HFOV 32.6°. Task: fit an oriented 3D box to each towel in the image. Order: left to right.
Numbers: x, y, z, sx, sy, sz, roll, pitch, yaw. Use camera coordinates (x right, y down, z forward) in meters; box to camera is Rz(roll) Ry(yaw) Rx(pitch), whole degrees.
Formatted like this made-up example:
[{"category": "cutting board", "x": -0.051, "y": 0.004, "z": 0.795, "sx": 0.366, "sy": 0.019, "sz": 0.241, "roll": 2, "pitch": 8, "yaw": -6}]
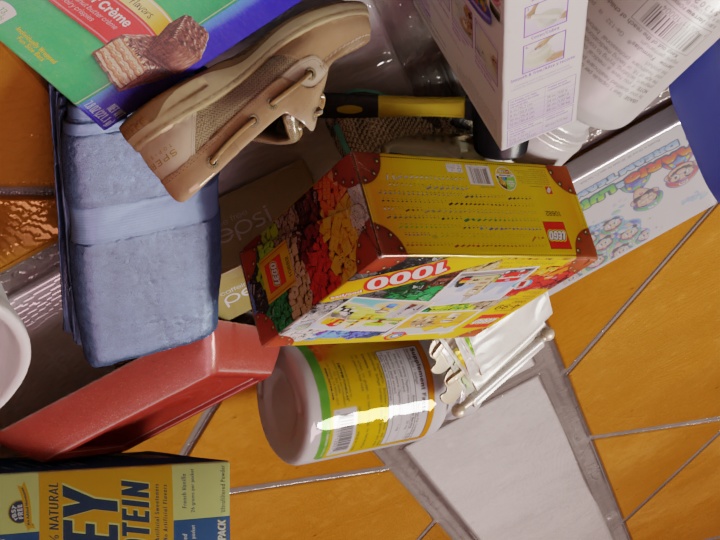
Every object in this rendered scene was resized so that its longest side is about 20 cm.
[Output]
[{"category": "towel", "x": -0.147, "y": -0.038, "z": 0.824, "sx": 0.111, "sy": 0.049, "sz": 0.201, "roll": -11, "pitch": 121, "yaw": -25}]

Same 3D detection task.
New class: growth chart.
[{"category": "growth chart", "x": 0.113, "y": 0.035, "z": 1.093, "sx": 0.144, "sy": 0.018, "sz": 0.200, "roll": -32, "pitch": 133, "yaw": -18}]

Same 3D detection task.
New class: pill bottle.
[{"category": "pill bottle", "x": 0.013, "y": 0.111, "z": 1.157, "sx": 0.199, "sy": 0.111, "sz": 0.111, "roll": -7, "pitch": 144, "yaw": -29}, {"category": "pill bottle", "x": 0.171, "y": -0.165, "z": 0.862, "sx": 0.114, "sy": 0.115, "sz": 0.200, "roll": 8, "pitch": 137, "yaw": -43}]

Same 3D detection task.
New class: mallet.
[{"category": "mallet", "x": 0.020, "y": -0.103, "z": 0.847, "sx": 0.199, "sy": 0.041, "sz": 0.066, "roll": -5, "pitch": 120, "yaw": 8}]

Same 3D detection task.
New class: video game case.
[{"category": "video game case", "x": 0.236, "y": -0.063, "z": 1.150, "sx": 0.200, "sy": 0.024, "sz": 0.182, "roll": -30, "pitch": 149, "yaw": 4}]

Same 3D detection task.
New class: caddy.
[{"category": "caddy", "x": 0.336, "y": -0.130, "z": 0.972, "sx": 0.141, "sy": 0.201, "sz": 0.105, "roll": -8, "pitch": 161, "yaw": -31}]

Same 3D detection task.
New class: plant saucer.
[{"category": "plant saucer", "x": -0.168, "y": 0.105, "z": 1.010, "sx": 0.199, "sy": 0.037, "sz": 0.200, "roll": -27, "pitch": 170, "yaw": 8}]

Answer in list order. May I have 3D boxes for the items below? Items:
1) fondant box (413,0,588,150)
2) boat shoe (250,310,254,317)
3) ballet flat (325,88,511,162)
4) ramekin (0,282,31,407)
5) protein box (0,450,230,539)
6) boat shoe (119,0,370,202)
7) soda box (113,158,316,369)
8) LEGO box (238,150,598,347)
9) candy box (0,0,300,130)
[{"category": "fondant box", "x": 0.078, "y": -0.190, "z": 0.728, "sx": 0.058, "sy": 0.145, "sz": 0.200, "roll": -22, "pitch": 149, "yaw": -7}, {"category": "boat shoe", "x": 0.000, "y": 0.000, "z": 1.031, "sx": 0.199, "sy": 0.060, "sz": 0.076, "roll": -23, "pitch": 148, "yaw": -6}, {"category": "ballet flat", "x": 0.063, "y": -0.090, "z": 0.931, "sx": 0.199, "sy": 0.076, "sz": 0.068, "roll": 0, "pitch": 153, "yaw": -37}, {"category": "ramekin", "x": -0.327, "y": 0.038, "z": 0.809, "sx": 0.200, "sy": 0.098, "sz": 0.201, "roll": -19, "pitch": 147, "yaw": -12}, {"category": "protein box", "x": -0.236, "y": 0.224, "z": 1.018, "sx": 0.199, "sy": 0.136, "sz": 0.198, "roll": 1, "pitch": 174, "yaw": -30}, {"category": "boat shoe", "x": -0.058, "y": -0.106, "z": 0.766, "sx": 0.200, "sy": 0.065, "sz": 0.071, "roll": -37, "pitch": -174, "yaw": -35}, {"category": "soda box", "x": -0.113, "y": -0.004, "z": 0.935, "sx": 0.199, "sy": 0.068, "sz": 0.064, "roll": -26, "pitch": 148, "yaw": -2}, {"category": "LEGO box", "x": 0.040, "y": -0.011, "z": 0.867, "sx": 0.199, "sy": 0.077, "sz": 0.149, "roll": 0, "pitch": 155, "yaw": -37}, {"category": "candy box", "x": -0.110, "y": -0.189, "z": 0.656, "sx": 0.200, "sy": 0.077, "sz": 0.169, "roll": -32, "pitch": 148, "yaw": 8}]
